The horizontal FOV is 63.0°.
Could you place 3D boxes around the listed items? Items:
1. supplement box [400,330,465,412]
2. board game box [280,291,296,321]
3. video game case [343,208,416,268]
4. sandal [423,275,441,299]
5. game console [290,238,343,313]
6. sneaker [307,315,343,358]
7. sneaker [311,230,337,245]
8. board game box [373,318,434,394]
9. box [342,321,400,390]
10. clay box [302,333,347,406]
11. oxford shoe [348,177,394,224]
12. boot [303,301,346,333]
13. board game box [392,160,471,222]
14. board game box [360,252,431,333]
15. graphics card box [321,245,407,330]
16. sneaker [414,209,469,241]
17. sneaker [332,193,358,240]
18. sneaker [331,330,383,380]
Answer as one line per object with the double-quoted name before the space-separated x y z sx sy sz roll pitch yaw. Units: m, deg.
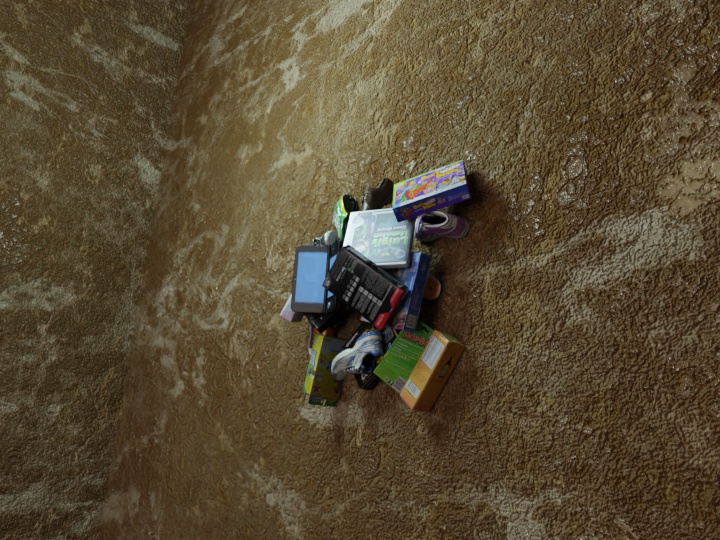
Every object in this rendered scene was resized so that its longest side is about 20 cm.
"supplement box" 0.180 0.253 1.473 0.202 0.066 0.069 -62 38 14
"board game box" -0.171 0.064 1.843 0.201 0.043 0.200 -62 -5 -4
"video game case" 0.047 -0.086 1.567 0.197 0.023 0.184 -3 58 25
"sandal" 0.134 0.027 1.607 0.205 0.059 0.080 13 88 51
"game console" -0.124 0.016 1.672 0.172 0.117 0.204 149 125 -74
"sneaker" -0.105 0.201 1.822 0.111 0.077 0.203 -27 63 36
"sneaker" -0.116 -0.075 1.845 0.200 0.080 0.078 92 -173 -76
"board game box" 0.123 0.220 1.544 0.095 0.030 0.201 36 112 12
"box" 0.042 0.214 1.665 0.201 0.049 0.161 -51 46 26
"clay box" -0.102 0.299 1.756 0.047 0.114 0.203 10 85 51
"oxford shoe" 0.025 -0.195 1.722 0.200 0.085 0.072 -47 14 -19
"boot" -0.097 0.073 1.813 0.200 0.066 0.165 -47 43 2
"board game box" 0.183 -0.207 1.531 0.197 0.045 0.135 -18 32 17
"board game box" 0.091 0.051 1.563 0.198 0.043 0.203 5 80 57
"graphics card box" 0.009 0.042 1.506 0.199 0.051 0.127 35 111 15
"sneaker" 0.180 -0.128 1.562 0.199 0.113 0.074 -4 76 51
"sneaker" -0.047 -0.143 1.881 0.085 0.077 0.203 -41 40 43
"sneaker" -0.009 0.254 1.618 0.200 0.076 0.086 -47 50 30
